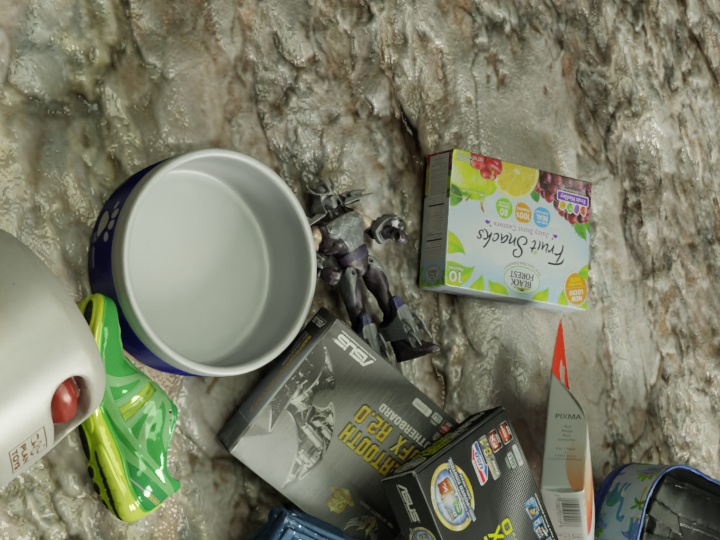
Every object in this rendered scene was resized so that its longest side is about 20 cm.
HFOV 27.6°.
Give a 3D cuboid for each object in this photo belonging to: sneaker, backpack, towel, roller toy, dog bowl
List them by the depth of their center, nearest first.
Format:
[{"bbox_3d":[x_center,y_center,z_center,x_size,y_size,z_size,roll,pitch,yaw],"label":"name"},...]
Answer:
[{"bbox_3d":[-0.300,0.071,1.135,0.139,0.199,0.184,-39,113,-30],"label":"roller toy"},{"bbox_3d":[-0.206,0.114,1.271,0.083,0.074,0.203,-19,105,-32],"label":"sneaker"},{"bbox_3d":[-0.141,-0.005,1.321,0.198,0.078,0.203,4,84,-35],"label":"dog bowl"},{"bbox_3d":[-0.027,0.299,1.364,0.199,0.049,0.112,29,107,-30],"label":"towel"},{"bbox_3d":[0.324,0.304,1.577,0.199,0.146,0.185,31,69,-33],"label":"backpack"}]

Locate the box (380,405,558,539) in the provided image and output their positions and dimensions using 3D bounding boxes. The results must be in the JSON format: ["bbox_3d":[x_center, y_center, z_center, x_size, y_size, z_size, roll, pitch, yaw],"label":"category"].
[{"bbox_3d":[0.114,0.248,1.341,0.160,0.044,0.202,-25,94,-50],"label":"box"}]

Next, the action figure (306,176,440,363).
[{"bbox_3d":[0.000,0.000,1.429,0.129,0.069,0.202,-27,98,-29],"label":"action figure"}]

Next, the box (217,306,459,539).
[{"bbox_3d":[-0.012,0.157,1.382,0.200,0.048,0.159,42,85,-24],"label":"box"}]

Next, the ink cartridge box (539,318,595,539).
[{"bbox_3d":[0.220,0.178,1.495,0.163,0.049,0.202,74,25,-51],"label":"ink cartridge box"}]

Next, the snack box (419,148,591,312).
[{"bbox_3d":[0.156,-0.039,1.550,0.198,0.053,0.145,9,81,-34],"label":"snack box"}]
